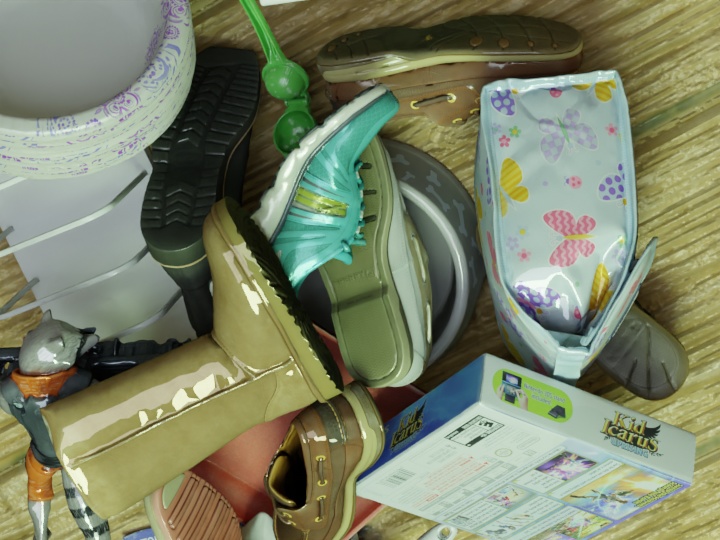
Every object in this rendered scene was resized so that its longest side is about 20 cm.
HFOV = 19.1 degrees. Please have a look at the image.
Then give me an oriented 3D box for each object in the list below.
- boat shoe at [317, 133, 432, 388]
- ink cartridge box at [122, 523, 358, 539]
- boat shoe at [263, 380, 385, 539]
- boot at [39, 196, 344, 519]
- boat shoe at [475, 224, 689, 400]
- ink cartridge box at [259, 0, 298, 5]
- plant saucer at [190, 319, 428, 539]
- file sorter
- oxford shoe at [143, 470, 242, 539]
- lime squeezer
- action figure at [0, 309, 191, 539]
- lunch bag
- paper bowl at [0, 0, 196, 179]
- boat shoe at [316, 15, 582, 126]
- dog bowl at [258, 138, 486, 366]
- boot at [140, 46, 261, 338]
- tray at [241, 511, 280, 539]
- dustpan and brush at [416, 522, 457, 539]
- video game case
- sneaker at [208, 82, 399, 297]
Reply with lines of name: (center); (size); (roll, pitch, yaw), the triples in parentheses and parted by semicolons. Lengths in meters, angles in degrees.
boat shoe: (0.009, -0.013, 1.580); (0.075, 0.068, 0.200); (-9, 85, 27)
ink cartridge box: (-0.080, 0.291, 1.768); (0.199, 0.041, 0.200); (-17, 104, 14)
boat shoe: (-0.041, 0.154, 1.588); (0.072, 0.067, 0.200); (61, 151, 27)
boot: (-0.134, 0.065, 1.488); (0.200, 0.066, 0.175); (-26, 109, 7)
boat shoe: (0.167, 0.027, 1.628); (0.073, 0.065, 0.200); (-43, 77, -1)
ink cartridge box: (0.019, -0.281, 1.547); (0.200, 0.084, 0.146); (-7, 107, 12)
plant saucer: (-0.051, 0.119, 1.653); (0.199, 0.037, 0.200); (33, 123, -21)
file sorter: (-0.213, 0.001, 1.656); (0.139, 0.125, 0.200); (-21, 103, 16)
oxford shoe: (-0.126, 0.223, 1.613); (0.074, 0.071, 0.200); (3, 134, 33)
lime squeezer: (-0.063, -0.121, 1.590); (0.038, 0.071, 0.200); (7, 112, 42)
action figure: (-0.190, 0.113, 1.572); (0.200, 0.105, 0.194); (-10, 124, 12)
lunch bag: (0.146, -0.022, 1.521); (0.127, 0.170, 0.200); (-3, 76, 3)
paper bowl: (-0.219, -0.155, 1.545); (0.200, 0.201, 0.104); (11, 152, 6)
boat shoe: (0.069, -0.145, 1.587); (0.200, 0.072, 0.068); (-4, 117, 17)
dog bowl: (0.000, 0.000, 1.654); (0.200, 0.059, 0.200); (3, 108, 8)
boot: (-0.114, -0.057, 1.629); (0.077, 0.200, 0.138); (7, 146, 16)
tray: (-0.106, 0.289, 1.713); (0.107, 0.022, 0.200); (50, 121, 8)
dustpan and brush: (0.002, 0.265, 1.697); (0.140, 0.057, 0.200); (49, 120, 5)
video game case: (0.116, 0.142, 1.575); (0.181, 0.046, 0.200); (22, 148, -20)
sneaker: (-0.027, -0.043, 1.529); (0.080, 0.078, 0.200); (34, 100, 7)
